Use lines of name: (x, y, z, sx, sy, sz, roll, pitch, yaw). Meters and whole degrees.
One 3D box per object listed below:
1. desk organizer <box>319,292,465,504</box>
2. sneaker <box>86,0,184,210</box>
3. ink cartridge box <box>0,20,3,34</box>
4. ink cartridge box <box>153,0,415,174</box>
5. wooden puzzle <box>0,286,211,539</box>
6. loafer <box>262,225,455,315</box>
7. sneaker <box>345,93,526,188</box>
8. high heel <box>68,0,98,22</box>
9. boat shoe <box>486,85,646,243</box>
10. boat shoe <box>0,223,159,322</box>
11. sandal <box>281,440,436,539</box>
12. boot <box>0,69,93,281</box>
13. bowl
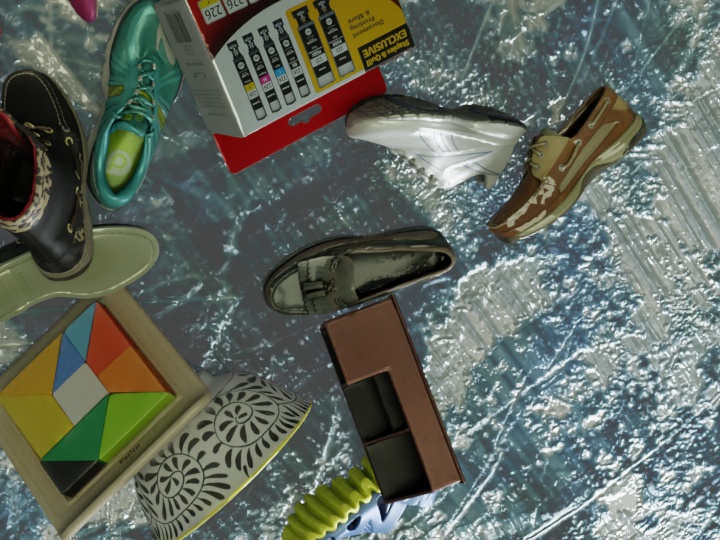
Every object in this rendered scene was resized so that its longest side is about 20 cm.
desk organizer: (0.030, 0.133, 1.212, 0.077, 0.072, 0.201, -20, 85, -8)
sneaker: (-0.203, -0.151, 1.105, 0.077, 0.080, 0.201, 11, 99, -19)
ink cartridge box: (-0.404, -0.138, 1.016, 0.145, 0.145, 0.201, 18, 100, -20)
ink cartridge box: (-0.059, -0.205, 1.107, 0.200, 0.084, 0.176, -32, 112, -22)
wooden puzzle: (-0.255, 0.117, 1.105, 0.185, 0.200, 0.037, -44, 146, -1)
loafer: (0.000, 0.000, 1.211, 0.199, 0.063, 0.072, -17, 108, -11)
sneaker: (0.074, -0.123, 1.186, 0.199, 0.075, 0.087, 5, 111, -28)
high heel: (-0.294, -0.306, 1.040, 0.096, 0.067, 0.201, -20, 104, -20)
boat shoe: (0.203, -0.113, 1.241, 0.200, 0.076, 0.074, -43, 106, -11)
boat shoe: (-0.289, -0.006, 1.126, 0.199, 0.066, 0.075, -23, 123, -3)
sandal: (0.007, 0.252, 1.275, 0.200, 0.079, 0.087, -35, 115, -3)
boot: (-0.286, -0.101, 1.024, 0.073, 0.151, 0.201, -11, 76, 1)
bowl: (-0.151, 0.160, 1.146, 0.201, 0.201, 0.094, -42, 95, -2)
